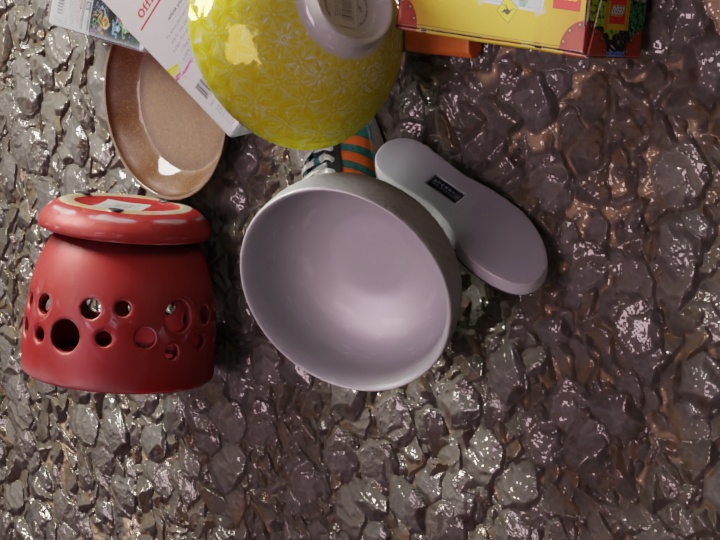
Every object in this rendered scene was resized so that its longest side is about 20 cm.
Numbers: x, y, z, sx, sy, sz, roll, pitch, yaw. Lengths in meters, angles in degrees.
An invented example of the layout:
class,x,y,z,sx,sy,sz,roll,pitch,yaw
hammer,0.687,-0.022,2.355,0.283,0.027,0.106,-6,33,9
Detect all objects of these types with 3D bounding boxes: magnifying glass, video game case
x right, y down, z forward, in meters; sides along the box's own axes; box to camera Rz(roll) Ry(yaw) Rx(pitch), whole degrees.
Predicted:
class,x,y,z,sx,sy,sz,roll,pitch,yaw
magnifying glass,0.028,-0.212,1.526,0.199,0.022,0.080,12,108,42
video game case,-0.251,-0.338,1.745,0.181,0.023,0.201,22,104,45

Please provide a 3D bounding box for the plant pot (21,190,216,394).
class,x,y,z,sx,sy,sz,roll,pitch,yaw
plant pot,-0.242,0.020,1.733,0.200,0.200,0.184,16,103,42

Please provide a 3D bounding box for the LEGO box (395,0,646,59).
class,x,y,z,sx,sy,sz,roll,pitch,yaw
LEGO box,0.132,-0.256,1.359,0.199,0.077,0.150,16,105,40

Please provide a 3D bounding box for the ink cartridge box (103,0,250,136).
class,x,y,z,sx,sy,sz,roll,pitch,yaw
ink cartridge box,-0.139,-0.236,1.566,0.200,0.068,0.115,46,120,13

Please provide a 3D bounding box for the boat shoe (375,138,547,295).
class,x,y,z,sx,sy,sz,roll,pitch,yaw
boat shoe,0.087,-0.035,1.487,0.200,0.071,0.070,39,152,27

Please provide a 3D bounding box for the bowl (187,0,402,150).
class,x,y,z,sx,sy,sz,roll,pitch,yaw
bowl,-0.034,-0.211,1.425,0.108,0.199,0.201,-21,84,53

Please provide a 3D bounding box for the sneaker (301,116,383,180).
class,x,y,z,sx,sy,sz,roll,pitch,yaw
sneaker,-0.022,-0.090,1.561,0.071,0.080,0.201,-28,79,45

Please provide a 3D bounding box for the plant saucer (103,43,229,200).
class,x,y,z,sx,sy,sz,roll,pitch,yaw
plant saucer,-0.192,-0.175,1.746,0.200,0.037,0.202,14,110,43

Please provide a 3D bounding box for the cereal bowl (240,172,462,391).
class,x,y,z,sx,sy,sz,roll,pitch,yaw
cereal bowl,0.000,0.000,1.470,0.199,0.083,0.201,12,124,19
